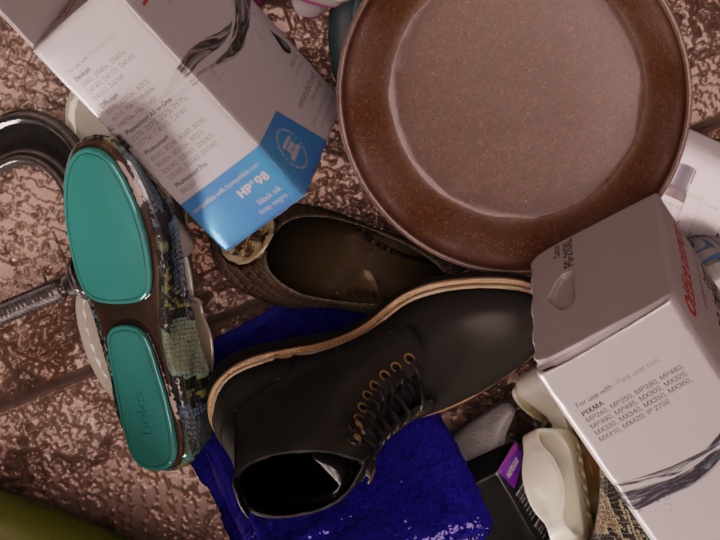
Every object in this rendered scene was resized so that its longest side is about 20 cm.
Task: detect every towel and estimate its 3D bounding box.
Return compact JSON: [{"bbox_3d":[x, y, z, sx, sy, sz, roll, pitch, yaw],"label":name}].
[{"bbox_3d":[-0.025,0.106,1.179,0.147,0.050,0.201,-32,56,4],"label":"towel"}]

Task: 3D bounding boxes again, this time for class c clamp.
[{"bbox_3d":[-0.221,0.004,1.195,0.199,0.027,0.172,-27,86,26],"label":"c clamp"}]

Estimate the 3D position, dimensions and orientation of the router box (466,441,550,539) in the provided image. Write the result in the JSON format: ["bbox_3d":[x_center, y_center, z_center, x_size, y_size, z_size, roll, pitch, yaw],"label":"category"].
[{"bbox_3d":[0.042,0.211,1.224,0.199,0.051,0.150,-26,99,24],"label":"router box"}]

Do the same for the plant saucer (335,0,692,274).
[{"bbox_3d":[0.087,-0.099,1.137,0.199,0.037,0.202,2,104,10],"label":"plant saucer"}]

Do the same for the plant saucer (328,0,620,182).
[{"bbox_3d":[0.073,-0.143,1.180,0.198,0.027,0.202,0,91,17],"label":"plant saucer"}]

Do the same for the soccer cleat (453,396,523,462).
[{"bbox_3d":[0.139,0.158,1.247,0.200,0.070,0.087,38,96,-8],"label":"soccer cleat"}]

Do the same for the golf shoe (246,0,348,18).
[{"bbox_3d":[-0.003,-0.195,1.161,0.199,0.075,0.092,0,112,27],"label":"golf shoe"}]

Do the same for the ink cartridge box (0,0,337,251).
[{"bbox_3d":[-0.107,-0.124,1.137,0.067,0.116,0.200,-33,110,28],"label":"ink cartridge box"}]

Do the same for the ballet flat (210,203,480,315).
[{"bbox_3d":[0.000,0.000,1.185,0.199,0.046,0.068,18,75,19],"label":"ballet flat"}]

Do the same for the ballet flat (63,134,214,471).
[{"bbox_3d":[-0.120,0.013,1.147,0.074,0.074,0.202,-8,109,-2],"label":"ballet flat"}]

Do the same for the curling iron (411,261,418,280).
[{"bbox_3d":[0.028,0.077,1.242,0.025,0.050,0.202,14,102,11],"label":"curling iron"}]

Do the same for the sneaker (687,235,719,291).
[{"bbox_3d":[0.197,0.075,1.203,0.071,0.073,0.201,9,111,-4],"label":"sneaker"}]

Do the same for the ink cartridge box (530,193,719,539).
[{"bbox_3d":[0.178,0.079,1.088,0.084,0.145,0.201,-30,108,16],"label":"ink cartridge box"}]

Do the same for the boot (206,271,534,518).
[{"bbox_3d":[0.019,0.074,1.084,0.199,0.138,0.078,-22,110,0],"label":"boot"}]

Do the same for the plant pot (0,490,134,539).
[{"bbox_3d":[-0.208,0.217,1.189,0.192,0.200,0.201,32,97,4],"label":"plant pot"}]

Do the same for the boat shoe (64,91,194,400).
[{"bbox_3d":[-0.135,-0.021,1.205,0.071,0.060,0.203,-5,99,4],"label":"boat shoe"}]

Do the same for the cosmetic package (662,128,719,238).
[{"bbox_3d":[0.174,-0.054,1.223,0.199,0.051,0.083,23,96,-6],"label":"cosmetic package"}]

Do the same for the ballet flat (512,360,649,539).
[{"bbox_3d":[0.124,0.099,1.179,0.075,0.201,0.068,22,136,-31],"label":"ballet flat"}]
